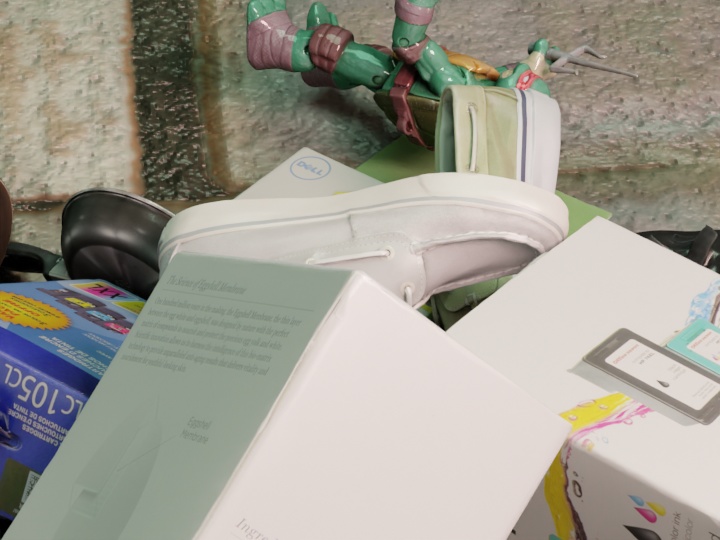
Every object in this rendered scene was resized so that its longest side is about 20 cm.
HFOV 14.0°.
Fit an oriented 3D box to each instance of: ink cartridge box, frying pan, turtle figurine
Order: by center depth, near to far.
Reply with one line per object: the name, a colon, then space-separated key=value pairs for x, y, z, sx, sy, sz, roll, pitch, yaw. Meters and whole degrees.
ink cartridge box: x=0.142 y=0.100 z=1.356 sx=0.200 sy=0.147 sz=0.146 roll=27 pitch=45 yaw=30
ink cartridge box: x=-0.144 y=0.064 z=1.384 sx=0.136 sy=0.076 sz=0.200 roll=25 pitch=16 yaw=27
frying pan: x=-0.140 y=-0.007 z=1.514 sx=0.190 sy=0.115 sz=0.031 roll=20 pitch=55 yaw=23
ink cartridge box: x=0.024 y=-0.024 z=1.593 sx=0.146 sy=0.048 sz=0.200 roll=26 pitch=47 yaw=29
turtle figurine: x=0.043 y=-0.118 z=1.641 sx=0.200 sy=0.150 sz=0.101 roll=10 pitch=71 yaw=28

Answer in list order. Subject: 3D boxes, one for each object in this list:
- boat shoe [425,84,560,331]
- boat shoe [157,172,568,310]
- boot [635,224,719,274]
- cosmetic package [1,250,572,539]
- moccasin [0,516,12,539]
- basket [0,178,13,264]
boat shoe: x=0.060 y=-0.001 z=1.494 sx=0.062 sy=0.072 sz=0.200 roll=10 pitch=67 yaw=-11
boat shoe: x=0.000 y=0.000 z=1.404 sx=0.200 sy=0.072 sz=0.069 roll=-2 pitch=59 yaw=5
boot: x=0.201 y=0.009 z=1.517 sx=0.162 sy=0.073 sz=0.198 roll=-9 pitch=-9 yaw=28
cosmetic package: x=-0.046 y=0.107 z=1.213 sx=0.200 sy=0.123 sz=0.199 roll=-60 pitch=22 yaw=-10
moccasin: x=-0.175 y=0.142 z=1.355 sx=0.080 sy=0.068 sz=0.200 roll=-10 pitch=40 yaw=-15
basket: x=-0.289 y=-0.056 z=1.557 sx=0.200 sy=0.136 sz=0.180 roll=35 pitch=67 yaw=30
